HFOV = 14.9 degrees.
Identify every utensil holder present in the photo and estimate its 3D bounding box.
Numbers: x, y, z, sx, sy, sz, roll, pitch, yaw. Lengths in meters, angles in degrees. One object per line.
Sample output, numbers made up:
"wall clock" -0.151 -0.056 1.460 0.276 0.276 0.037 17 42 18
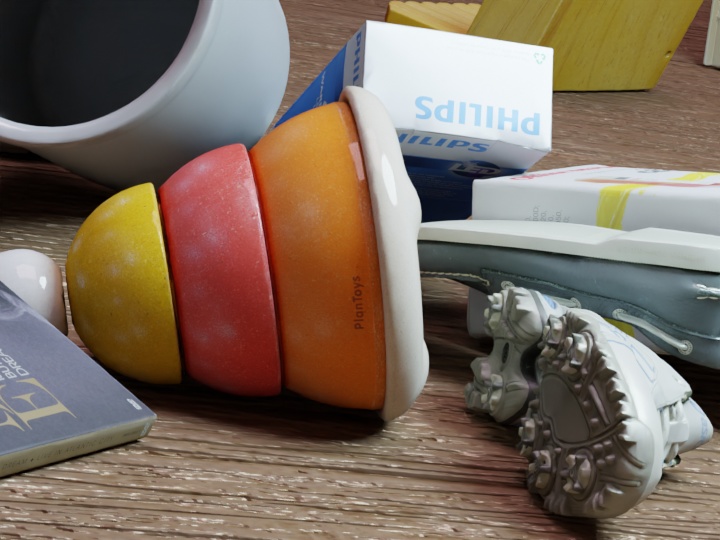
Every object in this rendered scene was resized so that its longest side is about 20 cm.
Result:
"utensil holder" -0.134 -0.133 1.462 0.170 0.170 0.200 14 -4 11

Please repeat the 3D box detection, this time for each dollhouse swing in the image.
"dollhouse swing" 0.151 -0.237 2.280 0.200 0.182 0.176 -5 40 -48

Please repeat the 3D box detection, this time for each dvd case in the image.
"dvd case" -0.187 0.030 1.053 0.149 0.016 0.200 39 24 21

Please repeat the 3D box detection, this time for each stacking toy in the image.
"stacking toy" -0.076 0.001 1.187 0.200 0.146 0.146 -6 15 -6

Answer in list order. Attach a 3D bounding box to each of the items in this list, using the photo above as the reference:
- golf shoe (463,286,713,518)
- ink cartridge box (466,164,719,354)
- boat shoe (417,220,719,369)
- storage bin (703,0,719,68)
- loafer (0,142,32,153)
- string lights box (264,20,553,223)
"golf shoe" 0.113 0.057 1.174 0.097 0.078 0.200 14 13 -12
"ink cartridge box" 0.171 -0.005 1.369 0.200 0.083 0.145 4 7 31
"boat shoe" 0.091 0.009 1.293 0.200 0.062 0.073 5 7 32
"storage bin" 0.424 -0.278 2.584 0.094 0.199 0.200 16 14 37
"loafer" -0.222 -0.109 1.603 0.200 0.070 0.070 4 15 -28
"string lights box" 0.020 -0.066 1.456 0.103 0.059 0.200 7 -16 -16
